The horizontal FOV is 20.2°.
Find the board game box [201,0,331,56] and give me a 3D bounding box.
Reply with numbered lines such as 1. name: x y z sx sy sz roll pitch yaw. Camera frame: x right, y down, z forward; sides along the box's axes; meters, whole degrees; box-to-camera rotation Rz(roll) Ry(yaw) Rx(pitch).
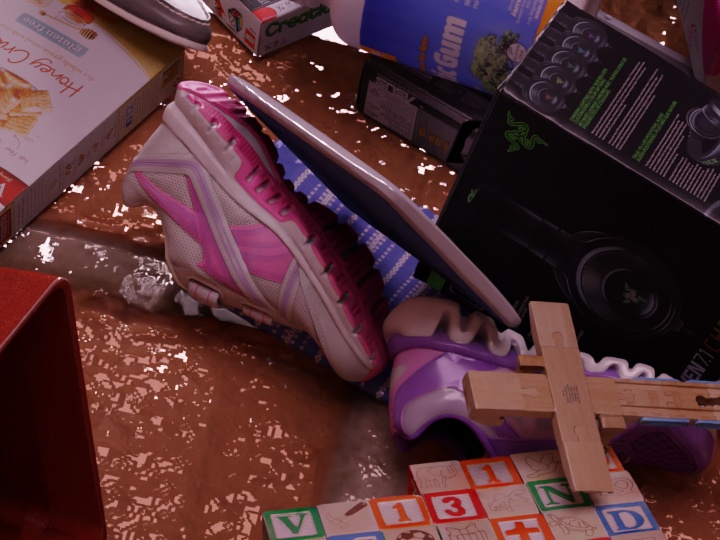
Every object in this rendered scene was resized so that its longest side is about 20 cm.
1. board game box: -0.028 -0.230 1.419 0.199 0.035 0.126 -26 57 -30

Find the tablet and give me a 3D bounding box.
1. tablet: 0.005 -0.042 1.130 0.014 0.130 0.200 -48 37 -3

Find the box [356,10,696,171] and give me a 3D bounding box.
1. box: 0.121 -0.115 1.333 0.199 0.049 0.158 31 49 18

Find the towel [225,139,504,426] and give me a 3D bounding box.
1. towel: 0.000 0.000 1.223 0.199 0.024 0.145 30 50 16

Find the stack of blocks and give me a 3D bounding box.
1. stack of blocks: 0.051 0.153 1.043 0.198 0.059 0.115 -6 28 -11

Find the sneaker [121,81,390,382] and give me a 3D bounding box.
1. sneaker: -0.061 -0.010 1.167 0.200 0.088 0.081 51 19 9

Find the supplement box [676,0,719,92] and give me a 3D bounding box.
1. supplement box: 0.251 -0.227 1.305 0.102 0.101 0.202 -8 71 -3

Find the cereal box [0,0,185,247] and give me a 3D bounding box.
1. cereal box: -0.224 -0.109 1.269 0.143 0.040 0.200 29 49 15

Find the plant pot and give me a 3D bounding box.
1. plant pot: -0.254 0.109 0.972 0.175 0.201 0.200 18 46 20

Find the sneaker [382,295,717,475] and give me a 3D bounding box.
1. sneaker: 0.100 0.088 1.130 0.198 0.081 0.089 17 63 -3

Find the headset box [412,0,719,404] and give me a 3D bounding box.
1. headset box: 0.143 -0.030 1.154 0.199 0.175 0.093 33 51 6

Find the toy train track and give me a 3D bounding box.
1. toy train track: 0.145 0.076 1.084 0.198 0.033 0.115 4 54 -20

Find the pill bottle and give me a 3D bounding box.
1. pill bottle: 0.048 -0.181 1.271 0.198 0.113 0.112 19 47 10

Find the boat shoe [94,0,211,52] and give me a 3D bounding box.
1. boat shoe: -0.157 -0.208 1.325 0.067 0.057 0.200 11 21 -47
